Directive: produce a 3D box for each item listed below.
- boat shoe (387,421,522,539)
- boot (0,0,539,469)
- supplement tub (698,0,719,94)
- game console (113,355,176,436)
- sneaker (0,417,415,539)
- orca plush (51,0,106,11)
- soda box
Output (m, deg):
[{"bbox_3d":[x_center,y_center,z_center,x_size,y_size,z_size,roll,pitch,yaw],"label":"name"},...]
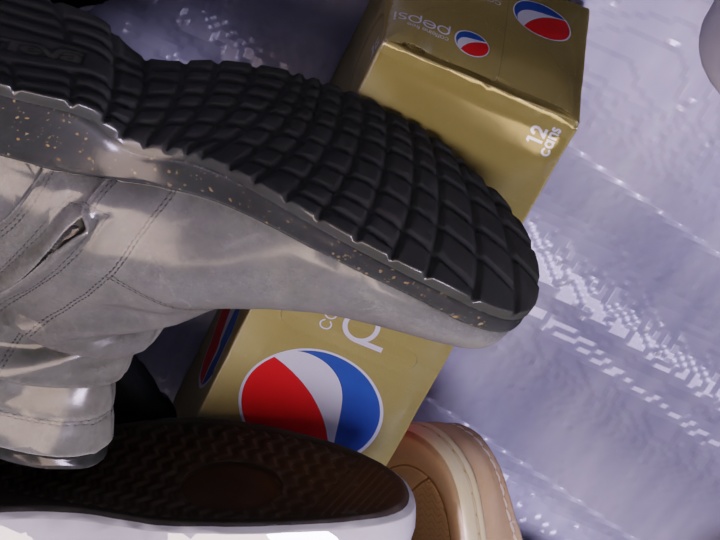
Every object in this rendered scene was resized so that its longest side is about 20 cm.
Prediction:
[{"bbox_3d":[0.044,0.123,0.943,0.064,0.071,0.201,-27,133,-22],"label":"boat shoe"},{"bbox_3d":[-0.060,0.005,0.778,0.199,0.068,0.131,21,125,-5],"label":"boot"},{"bbox_3d":[0.193,-0.082,0.649,0.144,0.145,0.200,37,102,-19],"label":"supplement tub"},{"bbox_3d":[-0.175,0.017,0.827,0.176,0.031,0.200,-26,125,9],"label":"game console"},{"bbox_3d":[-0.080,0.096,0.832,0.199,0.073,0.085,-3,113,6],"label":"sneaker"},{"bbox_3d":[-0.100,-0.082,0.799,0.199,0.071,0.106,2,126,5],"label":"orca plush"},{"bbox_3d":[0.000,0.000,0.849,0.064,0.068,0.201,21,125,-8],"label":"soda box"}]
